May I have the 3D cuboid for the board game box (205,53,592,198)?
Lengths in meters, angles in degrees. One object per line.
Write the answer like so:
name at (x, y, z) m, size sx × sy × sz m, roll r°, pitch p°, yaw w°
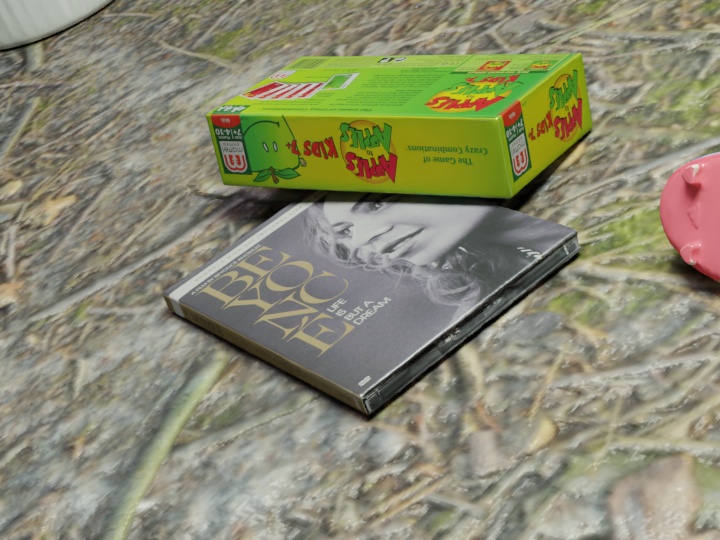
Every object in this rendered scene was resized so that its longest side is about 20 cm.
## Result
board game box at (0.021, -0.086, 0.938) m, size 0.199 × 0.048 × 0.102 m, roll 4°, pitch 29°, yaw 35°

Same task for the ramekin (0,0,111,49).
ramekin at (-0.296, -0.280, 1.452) m, size 0.199 × 0.098 × 0.201 m, roll -18°, pitch 29°, yaw 10°

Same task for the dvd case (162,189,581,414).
dvd case at (0.000, 0.000, 0.868) m, size 0.148 × 0.016 × 0.200 m, roll -36°, pitch 31°, yaw -22°

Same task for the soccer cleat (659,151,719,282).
soccer cleat at (0.225, -0.021, 0.716) m, size 0.076 × 0.067 × 0.199 m, roll -5°, pitch 6°, yaw -42°
